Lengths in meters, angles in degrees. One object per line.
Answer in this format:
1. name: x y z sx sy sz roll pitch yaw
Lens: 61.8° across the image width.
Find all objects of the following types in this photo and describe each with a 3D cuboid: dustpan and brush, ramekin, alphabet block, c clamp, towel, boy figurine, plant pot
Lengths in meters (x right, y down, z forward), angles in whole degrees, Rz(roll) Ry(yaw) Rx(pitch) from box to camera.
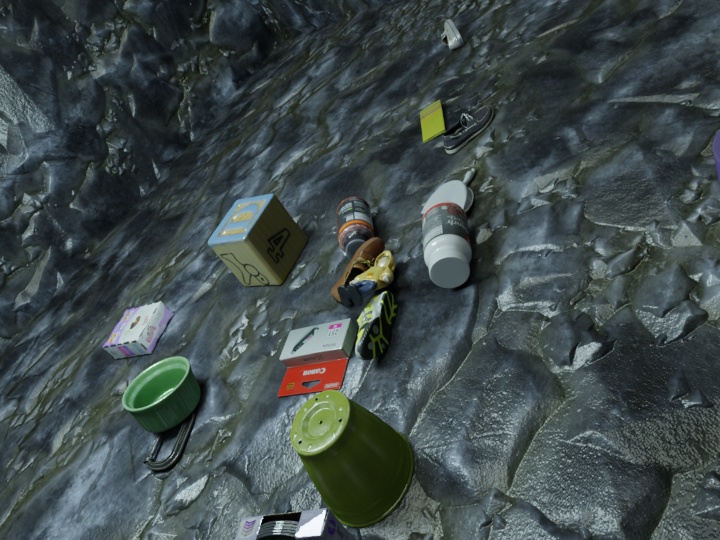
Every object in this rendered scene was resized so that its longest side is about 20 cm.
1. dustpan and brush: 0.262 -0.214 1.625 0.137 0.057 0.203 5 59 44
2. ramekin: -0.527 0.336 1.618 0.195 0.099 0.202 -18 28 10
3. alphabet block: -0.316 -0.090 1.867 0.192 0.202 0.199 -1 47 40
4. c clamp: -0.512 0.440 1.583 0.167 0.027 0.203 -18 37 19
5. towel: 0.240 -0.495 2.001 0.085 0.018 0.203 -28 36 24
6. boy figurine: 0.033 0.018 1.493 0.122 0.066 0.199 -7 24 45
7. plant pot: -0.030 0.330 1.114 0.196 0.194 0.203 -24 35 18

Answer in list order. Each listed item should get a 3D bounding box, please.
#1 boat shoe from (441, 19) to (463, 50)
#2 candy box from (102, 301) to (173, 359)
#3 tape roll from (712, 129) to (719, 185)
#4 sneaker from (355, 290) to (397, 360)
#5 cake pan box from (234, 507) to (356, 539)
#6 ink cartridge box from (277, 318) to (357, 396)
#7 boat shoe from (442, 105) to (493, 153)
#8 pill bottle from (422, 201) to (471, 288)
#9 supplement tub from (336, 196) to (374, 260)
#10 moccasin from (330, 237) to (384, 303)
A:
1. boat shoe: 0.347 -0.920 2.359 0.068 0.071 0.203 -24 42 12
2. candy box: -0.752 0.204 2.036 0.196 0.072 0.170 -12 41 34
3. tape roll: 0.774 -0.220 1.122 0.196 0.086 0.203 -24 35 18
4. sneaker: 0.027 0.136 1.411 0.075 0.076 0.202 -20 27 35
5. cake pan box: -0.088 0.470 0.996 0.180 0.202 0.053 -16 33 24
6. ink cartridge box: -0.114 0.212 1.467 0.196 0.044 0.176 -14 39 31
7. boat shoe: 0.323 -0.440 1.813 0.200 0.063 0.072 -44 34 -9
8. pill bottle: 0.205 -0.061 1.429 0.113 0.117 0.203 -22 37 21
9. supplement tub: -0.014 -0.114 1.702 0.105 0.108 0.202 -26 35 15
10. moccasin: -0.001 -0.001 1.575 0.202 0.074 0.077 -48 21 -15
